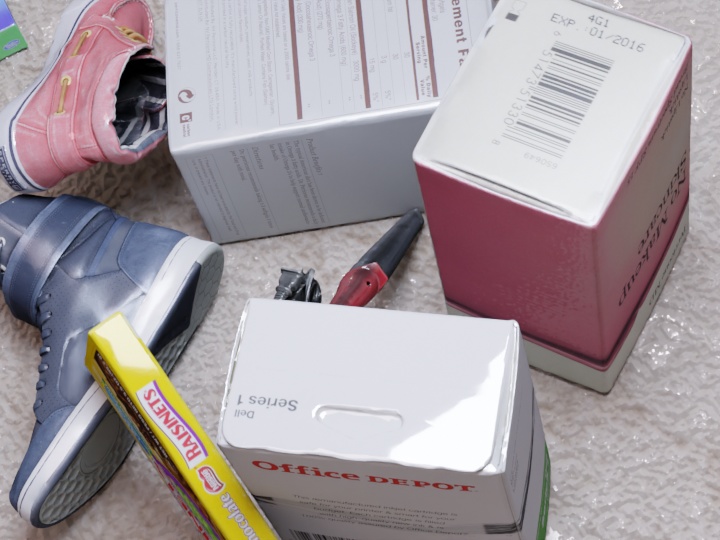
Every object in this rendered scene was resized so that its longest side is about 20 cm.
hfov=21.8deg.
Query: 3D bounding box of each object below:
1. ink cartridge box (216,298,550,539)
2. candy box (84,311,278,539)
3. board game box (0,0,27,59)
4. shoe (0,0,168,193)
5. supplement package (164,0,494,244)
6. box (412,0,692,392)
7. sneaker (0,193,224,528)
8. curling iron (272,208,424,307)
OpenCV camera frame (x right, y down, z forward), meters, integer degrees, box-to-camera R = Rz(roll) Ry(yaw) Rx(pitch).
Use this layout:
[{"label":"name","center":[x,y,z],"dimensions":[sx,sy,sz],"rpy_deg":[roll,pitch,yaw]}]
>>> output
[{"label":"ink cartridge box","center":[0.020,0.095,0.984],"dimensions":[0.145,0.200,0.085],"rpy_deg":[5,65,12]},{"label":"candy box","center":[-0.084,0.118,1.007],"dimensions":[0.026,0.102,0.201],"rpy_deg":[-34,85,-13]},{"label":"board game box","center":[-0.344,-0.164,1.290],"dimensions":[0.199,0.029,0.135],"rpy_deg":[-28,60,-5]},{"label":"shoe","center":[-0.150,-0.121,1.170],"dimensions":[0.090,0.072,0.201],"rpy_deg":[-10,32,26]},{"label":"supplement package","center":[-0.010,-0.106,1.147],"dimensions":[0.198,0.117,0.118],"rpy_deg":[-8,60,5]},{"label":"box","center":[0.112,-0.042,1.042],"dimensions":[0.108,0.200,0.128],"rpy_deg":[22,68,20]},{"label":"sneaker","center":[-0.190,0.044,1.116],"dimensions":[0.145,0.077,0.203],"rpy_deg":[23,62,13]},{"label":"curling iron","center":[0.000,0.000,1.073],"dimensions":[0.025,0.050,0.200],"rpy_deg":[4,19,24]}]
